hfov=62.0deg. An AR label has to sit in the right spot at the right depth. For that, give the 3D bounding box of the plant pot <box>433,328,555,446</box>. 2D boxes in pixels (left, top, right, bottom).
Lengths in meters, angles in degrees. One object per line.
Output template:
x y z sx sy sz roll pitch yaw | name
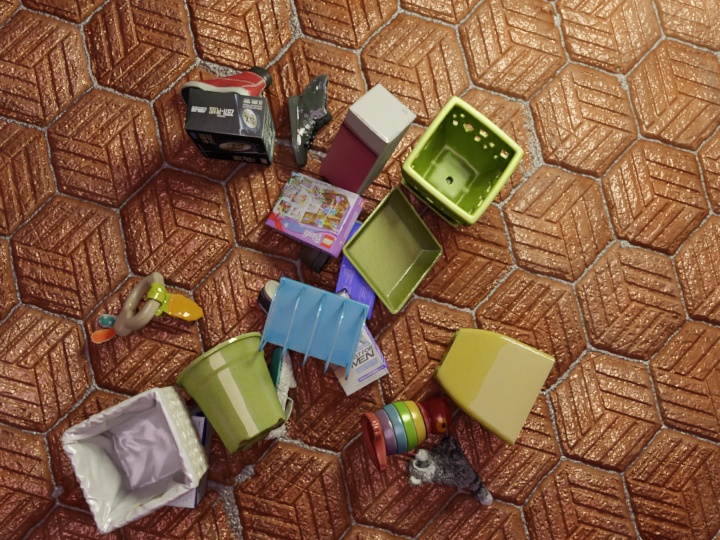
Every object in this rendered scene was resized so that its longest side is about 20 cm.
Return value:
0.266 0.226 1.286 0.197 0.196 0.197 29 84 7 | plant pot

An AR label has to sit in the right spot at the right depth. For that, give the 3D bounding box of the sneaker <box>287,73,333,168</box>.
-0.110 -0.342 1.375 0.101 0.060 0.206 -8 82 1 | sneaker

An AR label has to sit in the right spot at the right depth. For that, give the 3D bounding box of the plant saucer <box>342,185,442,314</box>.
0.066 -0.044 1.324 0.201 0.048 0.201 -49 115 -20 | plant saucer

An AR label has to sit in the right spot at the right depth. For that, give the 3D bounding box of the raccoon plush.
0.188 0.466 1.311 0.133 0.097 0.202 -34 88 3 | raccoon plush

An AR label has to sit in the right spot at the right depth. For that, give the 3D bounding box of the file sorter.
-0.094 0.121 1.212 0.195 0.123 0.142 18 100 -2 | file sorter

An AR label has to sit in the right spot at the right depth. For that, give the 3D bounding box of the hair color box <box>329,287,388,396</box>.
-0.031 0.156 1.310 0.108 0.065 0.203 -29 97 6 | hair color box

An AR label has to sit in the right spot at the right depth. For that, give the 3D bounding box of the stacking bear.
0.109 0.336 1.307 0.195 0.114 0.125 -14 104 -15 | stacking bear

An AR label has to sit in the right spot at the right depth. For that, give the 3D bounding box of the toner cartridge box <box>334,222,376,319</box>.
0.000 0.000 1.360 0.093 0.043 0.205 13 85 -3 | toner cartridge box

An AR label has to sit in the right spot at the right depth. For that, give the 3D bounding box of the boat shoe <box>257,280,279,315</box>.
-0.156 0.115 1.347 0.201 0.073 0.062 49 128 -4 | boat shoe

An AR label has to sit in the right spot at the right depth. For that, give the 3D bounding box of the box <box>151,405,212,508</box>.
-0.425 0.387 1.276 0.194 0.105 0.189 6 85 -2 | box

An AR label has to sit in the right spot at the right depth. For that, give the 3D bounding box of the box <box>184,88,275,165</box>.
-0.274 -0.303 1.294 0.159 0.200 0.089 6 84 -3 | box

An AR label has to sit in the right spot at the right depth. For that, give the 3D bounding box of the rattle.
-0.476 0.111 1.336 0.200 0.142 0.131 -46 56 9 | rattle

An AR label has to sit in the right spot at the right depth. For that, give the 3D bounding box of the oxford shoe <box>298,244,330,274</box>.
-0.074 -0.101 1.352 0.083 0.073 0.202 32 83 5 | oxford shoe

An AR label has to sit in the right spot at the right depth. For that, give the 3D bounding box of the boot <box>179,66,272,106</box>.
-0.304 -0.422 1.376 0.195 0.074 0.146 10 47 22 | boot

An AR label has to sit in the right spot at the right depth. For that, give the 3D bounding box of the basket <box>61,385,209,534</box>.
-0.420 0.347 1.148 0.194 0.161 0.204 -25 87 -5 | basket

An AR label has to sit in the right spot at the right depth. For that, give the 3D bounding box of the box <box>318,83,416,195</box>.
0.011 -0.272 1.290 0.108 0.201 0.128 40 51 3 | box

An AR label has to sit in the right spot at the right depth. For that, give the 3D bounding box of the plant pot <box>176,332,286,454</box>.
-0.249 0.262 1.231 0.198 0.201 0.187 -31 76 -5 | plant pot

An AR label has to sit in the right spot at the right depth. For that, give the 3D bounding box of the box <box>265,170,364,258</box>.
-0.102 -0.126 1.319 0.197 0.039 0.139 24 83 31 | box

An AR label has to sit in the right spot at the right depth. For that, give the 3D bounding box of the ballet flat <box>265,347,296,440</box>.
-0.177 0.271 1.327 0.070 0.072 0.206 12 87 -2 | ballet flat

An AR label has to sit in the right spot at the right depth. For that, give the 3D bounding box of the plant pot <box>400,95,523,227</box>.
0.208 -0.221 1.320 0.198 0.182 0.202 38 84 0 | plant pot
